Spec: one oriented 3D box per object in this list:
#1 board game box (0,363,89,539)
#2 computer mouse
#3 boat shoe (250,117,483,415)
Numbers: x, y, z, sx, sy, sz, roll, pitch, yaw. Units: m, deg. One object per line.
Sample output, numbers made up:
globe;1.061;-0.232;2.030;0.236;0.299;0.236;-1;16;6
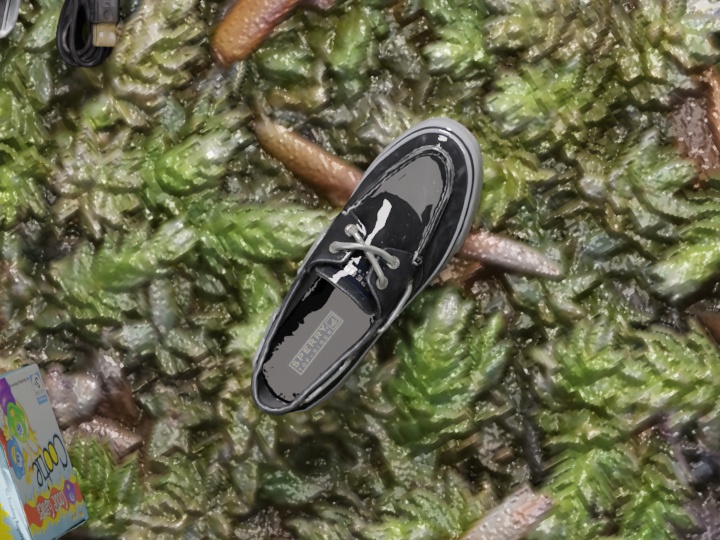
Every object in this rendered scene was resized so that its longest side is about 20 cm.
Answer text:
board game box;-0.283;0.139;1.636;0.199;0.105;0.103;-18;92;13
computer mouse;-0.239;-0.172;1.624;0.199;0.044;0.110;-2;101;7
boat shoe;0.000;0.000;1.576;0.072;0.068;0.200;39;103;5
